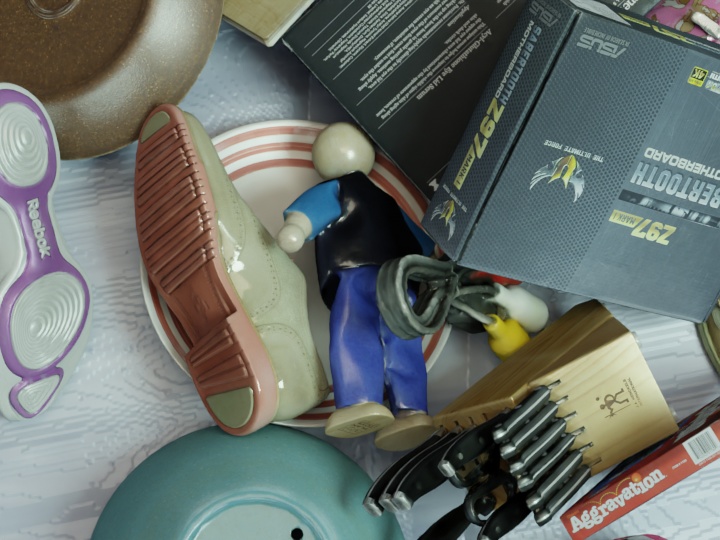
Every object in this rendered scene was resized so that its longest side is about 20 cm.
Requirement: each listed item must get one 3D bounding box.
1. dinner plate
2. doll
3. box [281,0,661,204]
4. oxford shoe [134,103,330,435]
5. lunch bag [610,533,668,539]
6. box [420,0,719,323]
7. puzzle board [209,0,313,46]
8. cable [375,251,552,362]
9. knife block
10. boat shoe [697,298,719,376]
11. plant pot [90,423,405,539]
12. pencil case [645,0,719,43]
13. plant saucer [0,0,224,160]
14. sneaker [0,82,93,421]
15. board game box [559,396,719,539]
[{"bbox_3d":[-0.038,0.002,1.123,0.198,0.024,0.202,5,69,-12],"label":"dinner plate"},{"bbox_3d":[0.000,0.000,1.079,0.136,0.048,0.202,18,56,-41],"label":"doll"},{"bbox_3d":[0.073,-0.159,1.109,0.200,0.079,0.141,-42,93,10],"label":"box"},{"bbox_3d":[-0.077,-0.003,1.074,0.073,0.071,0.202,-9,77,-42],"label":"oxford shoe"},{"bbox_3d":[0.121,0.257,1.042,0.198,0.082,0.178,-14,102,-20],"label":"lunch bag"},{"bbox_3d":[0.152,-0.062,1.050,0.199,0.051,0.159,14,112,-33],"label":"box"},{"bbox_3d":[-0.073,-0.232,1.145,0.199,0.017,0.151,34,75,33],"label":"puzzle board"},{"bbox_3d":[0.065,0.005,1.071,0.050,0.200,0.098,-9,77,20],"label":"cable"},{"bbox_3d":[0.085,0.093,1.039,0.175,0.200,0.064,-27,97,3],"label":"knife block"},{"bbox_3d":[0.245,0.002,1.140,0.073,0.066,0.202,-17,79,-9],"label":"boat shoe"},{"bbox_3d":[-0.062,0.177,1.036,0.198,0.135,0.202,1,76,-5],"label":"plant pot"},{"bbox_3d":[0.163,-0.093,1.140,0.200,0.087,0.083,-44,56,-10],"label":"pencil case"},{"bbox_3d":[-0.178,-0.169,1.110,0.199,0.037,0.202,-4,80,22],"label":"plant saucer"},{"bbox_3d":[-0.217,-0.011,1.104,0.074,0.099,0.202,-10,98,-41],"label":"sneaker"},{"bbox_3d":[0.180,0.100,1.030,0.103,0.200,0.020,-34,83,19],"label":"board game box"}]
